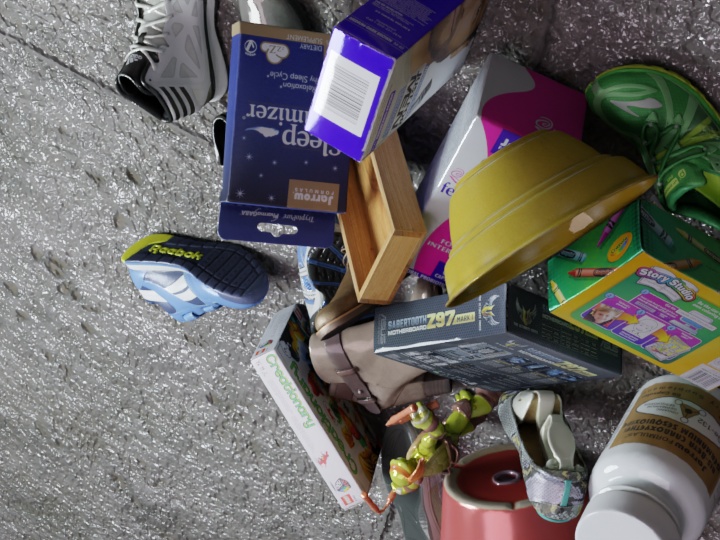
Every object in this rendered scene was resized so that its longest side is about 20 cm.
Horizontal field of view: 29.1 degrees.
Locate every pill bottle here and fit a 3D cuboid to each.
[{"bbox_3d":[0.276,0.196,1.290,0.114,0.200,0.115,17,129,23],"label":"pill bottle"}]

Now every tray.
[{"bbox_3d":[0.011,-0.077,1.306,0.037,0.201,0.099,5,137,-21],"label":"tray"}]

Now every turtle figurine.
[{"bbox_3d":[0.081,0.171,1.426,0.064,0.161,0.201,36,143,22],"label":"turtle figurine"}]

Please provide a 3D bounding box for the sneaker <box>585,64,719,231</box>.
[{"bbox_3d":[0.273,-0.099,1.169,0.200,0.084,0.074,40,135,6],"label":"sneaker"}]

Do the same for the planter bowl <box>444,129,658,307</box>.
[{"bbox_3d":[0.134,-0.056,1.122,0.200,0.200,0.084,-38,78,44],"label":"planter bowl"}]

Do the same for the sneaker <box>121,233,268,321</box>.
[{"bbox_3d":[-0.180,0.016,1.572,0.199,0.074,0.083,14,130,36],"label":"sneaker"}]

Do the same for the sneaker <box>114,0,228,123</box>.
[{"bbox_3d":[-0.197,-0.240,1.372,0.075,0.115,0.202,4,122,32],"label":"sneaker"}]

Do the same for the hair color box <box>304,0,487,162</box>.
[{"bbox_3d":[0.037,-0.189,1.186,0.065,0.200,0.110,30,133,11],"label":"hair color box"}]

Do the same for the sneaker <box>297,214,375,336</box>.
[{"bbox_3d":[-0.026,0.008,1.470,0.075,0.077,0.201,-11,139,-9],"label":"sneaker"}]

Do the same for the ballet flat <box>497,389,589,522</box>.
[{"bbox_3d":[0.182,0.158,1.357,0.071,0.201,0.073,-3,121,-6],"label":"ballet flat"}]

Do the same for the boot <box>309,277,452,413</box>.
[{"bbox_3d":[0.019,0.075,1.449,0.145,0.071,0.201,0,132,9],"label":"boot"}]

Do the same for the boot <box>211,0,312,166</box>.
[{"bbox_3d":[-0.097,-0.169,1.341,0.067,0.131,0.201,5,122,33],"label":"boot"}]

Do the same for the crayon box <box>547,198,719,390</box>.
[{"bbox_3d":[0.276,0.025,1.209,0.199,0.059,0.119,26,140,-25],"label":"crayon box"}]

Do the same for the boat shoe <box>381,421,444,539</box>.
[{"bbox_3d":[0.078,0.252,1.572,0.074,0.065,0.203,9,121,53],"label":"boat shoe"}]

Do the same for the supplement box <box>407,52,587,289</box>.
[{"bbox_3d":[0.117,-0.080,1.263,0.101,0.104,0.201,22,132,-5],"label":"supplement box"}]

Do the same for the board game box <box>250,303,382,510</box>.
[{"bbox_3d":[-0.046,0.148,1.530,0.034,0.126,0.201,-26,105,18],"label":"board game box"}]

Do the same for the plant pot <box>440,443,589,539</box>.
[{"bbox_3d":[0.166,0.291,1.453,0.199,0.200,0.179,3,112,33],"label":"plant pot"}]

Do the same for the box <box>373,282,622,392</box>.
[{"bbox_3d":[0.133,0.068,1.321,0.157,0.199,0.051,-11,69,40],"label":"box"}]

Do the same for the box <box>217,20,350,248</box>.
[{"bbox_3d":[-0.067,-0.125,1.303,0.032,0.120,0.202,-175,89,-68],"label":"box"}]

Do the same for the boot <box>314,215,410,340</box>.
[{"bbox_3d":[0.000,0.000,1.345,0.073,0.200,0.076,-33,97,38],"label":"boot"}]
